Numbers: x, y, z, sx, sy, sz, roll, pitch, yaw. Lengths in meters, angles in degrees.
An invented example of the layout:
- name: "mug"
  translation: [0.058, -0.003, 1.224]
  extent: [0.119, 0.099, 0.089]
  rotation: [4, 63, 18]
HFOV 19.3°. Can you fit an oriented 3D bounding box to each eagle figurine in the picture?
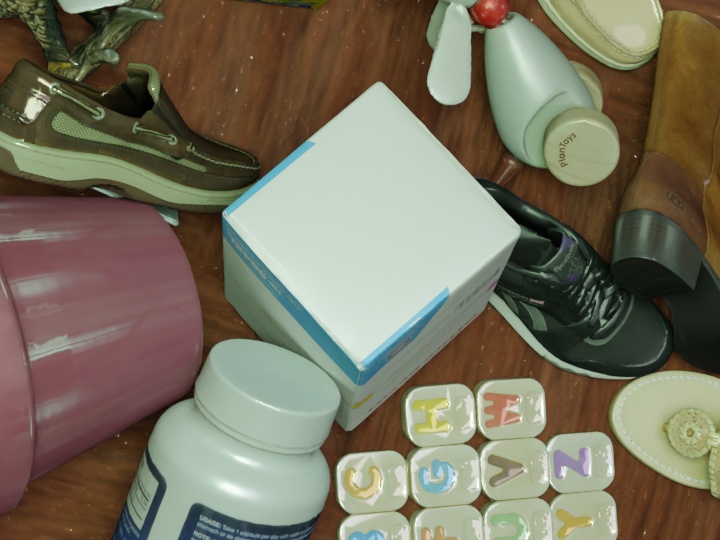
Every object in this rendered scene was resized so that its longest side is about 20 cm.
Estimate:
- name: "eagle figurine"
  translation: [-0.222, -0.194, 1.272]
  extent: [0.151, 0.152, 0.200]
  rotation: [-40, 104, 6]

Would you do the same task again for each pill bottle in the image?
- name: "pill bottle"
  translation: [-0.084, 0.146, 1.260]
  extent: [0.111, 0.111, 0.200]
  rotation: [17, 112, -14]

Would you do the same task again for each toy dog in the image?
- name: "toy dog"
  translation: [0.080, -0.126, 1.370]
  extent: [0.096, 0.132, 0.200]
  rotation: [-38, 90, 17]

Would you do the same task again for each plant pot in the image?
- name: "plant pot"
  translation: [-0.200, 0.036, 1.242]
  extent: [0.179, 0.200, 0.200]
  rotation: [-15, 92, -32]

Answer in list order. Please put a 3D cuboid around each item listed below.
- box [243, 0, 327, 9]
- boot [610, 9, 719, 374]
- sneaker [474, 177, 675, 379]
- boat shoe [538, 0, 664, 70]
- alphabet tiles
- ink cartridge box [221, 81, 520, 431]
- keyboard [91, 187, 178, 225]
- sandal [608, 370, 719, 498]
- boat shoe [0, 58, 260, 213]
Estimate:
- name: "box"
  translation: [-0.047, -0.274, 1.356]
  extent: [0.070, 0.064, 0.200]
  rotation: [5, 85, -16]
- name: "boot"
  translation: [0.238, -0.046, 1.424]
  extent: [0.188, 0.068, 0.200]
  rotation: [36, 55, -32]
- name: "sneaker"
  translation: [0.128, 0.009, 1.379]
  extent: [0.200, 0.088, 0.076]
  rotation: [32, 79, -13]
- name: "boat shoe"
  translation: [0.144, -0.223, 1.404]
  extent: [0.074, 0.069, 0.200]
  rotation: [-37, 99, -16]
- name: "alphabet tiles"
  translation: [0.080, 0.173, 1.396]
  extent: [0.195, 0.015, 0.200]
  rotation: [-3, 88, -16]
- name: "ink cartridge box"
  translation: [0.000, 0.000, 1.297]
  extent: [0.129, 0.200, 0.125]
  rotation: [-41, 81, -14]
- name: "keyboard"
  translation: [-0.203, -0.078, 1.306]
  extent: [0.200, 0.056, 0.011]
  rotation: [25, 109, -13]
- name: "sandal"
  translation: [0.274, 0.126, 1.424]
  extent: [0.211, 0.070, 0.078]
  rotation: [27, 80, -13]
- name: "boat shoe"
  translation: [-0.131, -0.084, 1.261]
  extent: [0.202, 0.075, 0.075]
  rotation: [6, 111, -48]
